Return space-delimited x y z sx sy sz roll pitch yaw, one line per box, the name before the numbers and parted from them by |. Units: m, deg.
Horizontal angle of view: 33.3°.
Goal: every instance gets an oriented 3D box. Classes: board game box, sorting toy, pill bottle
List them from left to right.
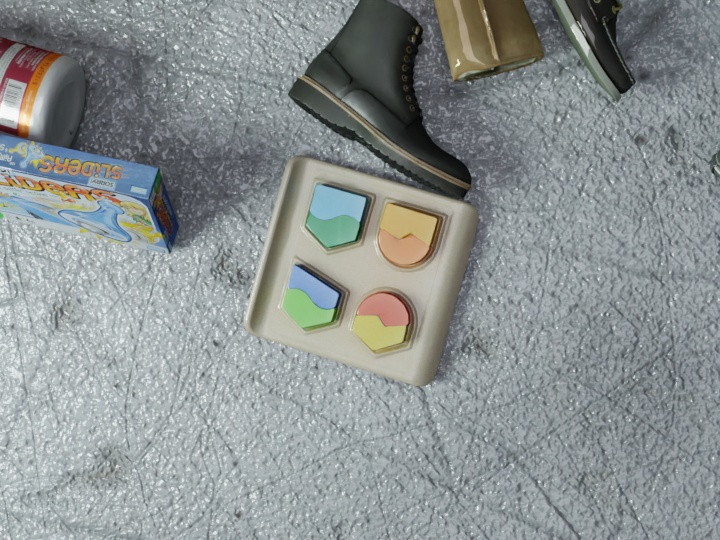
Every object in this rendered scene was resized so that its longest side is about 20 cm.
pill bottle | -0.380 -0.179 1.172 0.198 0.110 0.111 17 93 4
board game box | -0.282 -0.076 1.154 0.198 0.136 0.035 12 69 5
sorting toy | 0.000 0.000 1.181 0.198 0.036 0.187 16 93 4

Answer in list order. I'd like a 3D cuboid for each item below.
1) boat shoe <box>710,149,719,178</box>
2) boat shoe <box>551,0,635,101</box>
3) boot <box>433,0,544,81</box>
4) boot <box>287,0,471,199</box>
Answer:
boat shoe | 0.427 -0.072 1.137 0.199 0.072 0.068 29 130 -3
boat shoe | 0.212 -0.259 1.138 0.060 0.072 0.203 -30 86 9
boot | 0.072 -0.278 1.137 0.173 0.066 0.202 -16 90 -13
boot | 0.047 -0.173 1.157 0.199 0.077 0.139 33 89 2
